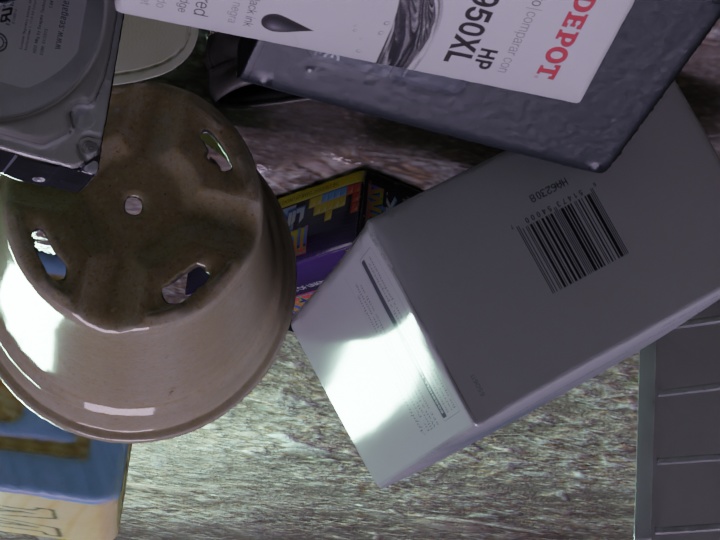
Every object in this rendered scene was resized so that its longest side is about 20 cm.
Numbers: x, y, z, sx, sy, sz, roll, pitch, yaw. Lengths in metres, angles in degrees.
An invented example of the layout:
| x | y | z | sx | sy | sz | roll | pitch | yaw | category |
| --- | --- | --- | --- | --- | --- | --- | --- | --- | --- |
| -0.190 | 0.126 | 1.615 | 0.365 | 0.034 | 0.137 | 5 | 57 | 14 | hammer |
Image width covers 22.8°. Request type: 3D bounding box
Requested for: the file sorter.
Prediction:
| x | y | z | sx | sy | sz | roll | pitch | yaw | category |
| --- | --- | --- | --- | --- | --- | --- | --- | --- | --- |
| 0.271 | 0.096 | 1.205 | 0.124 | 0.202 | 0.138 | -9 | 157 | 35 | file sorter |

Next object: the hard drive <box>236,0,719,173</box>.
| x | y | z | sx | sy | sz | roll | pitch | yaw | category |
| --- | --- | --- | --- | --- | --- | --- | --- | --- | --- |
| 0.057 | -0.118 | 0.832 | 0.198 | 0.033 | 0.140 | 13 | 138 | -18 | hard drive |

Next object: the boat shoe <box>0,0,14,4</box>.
| x | y | z | sx | sy | sz | roll | pitch | yaw | category |
| --- | --- | --- | --- | --- | --- | --- | --- | --- | --- |
| -0.129 | -0.151 | 0.780 | 0.199 | 0.092 | 0.071 | 18 | 159 | -31 | boat shoe |

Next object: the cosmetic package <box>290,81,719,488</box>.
| x | y | z | sx | sy | sz | roll | pitch | yaw | category |
| --- | --- | --- | --- | --- | --- | --- | --- | --- | --- |
| 0.089 | 0.013 | 1.003 | 0.198 | 0.124 | 0.200 | -27 | 173 | -19 | cosmetic package |

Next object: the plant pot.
| x | y | z | sx | sy | sz | roll | pitch | yaw | category |
| --- | --- | --- | --- | --- | --- | --- | --- | --- | --- |
| -0.124 | -0.016 | 0.984 | 0.198 | 0.203 | 0.184 | 9 | 167 | -6 | plant pot |

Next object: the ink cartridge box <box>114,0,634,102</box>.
| x | y | z | sx | sy | sz | roll | pitch | yaw | category |
| --- | --- | --- | --- | --- | --- | --- | --- | --- | --- |
| 0.016 | -0.154 | 0.684 | 0.198 | 0.085 | 0.145 | 10 | 147 | -10 | ink cartridge box |

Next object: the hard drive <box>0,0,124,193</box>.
| x | y | z | sx | sy | sz | roll | pitch | yaw | category |
| --- | --- | --- | --- | --- | --- | --- | --- | --- | --- |
| -0.205 | -0.127 | 0.805 | 0.198 | 0.141 | 0.038 | 15 | 160 | -20 | hard drive |

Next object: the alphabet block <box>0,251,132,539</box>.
| x | y | z | sx | sy | sz | roll | pitch | yaw | category |
| --- | --- | --- | --- | --- | --- | --- | --- | --- | --- |
| -0.276 | 0.102 | 1.439 | 0.194 | 0.197 | 0.200 | 10 | 161 | -5 | alphabet block |

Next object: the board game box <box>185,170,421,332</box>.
| x | y | z | sx | sy | sz | roll | pitch | yaw | category |
| --- | --- | --- | --- | --- | --- | --- | --- | --- | --- |
| 0.000 | 0.000 | 1.245 | 0.164 | 0.057 | 0.199 | 19 | 158 | -35 | board game box |

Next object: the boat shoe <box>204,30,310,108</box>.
| x | y | z | sx | sy | sz | roll | pitch | yaw | category |
| --- | --- | --- | --- | --- | --- | --- | --- | --- | --- |
| 0.016 | -0.106 | 0.917 | 0.198 | 0.058 | 0.067 | 4 | 162 | 10 | boat shoe |

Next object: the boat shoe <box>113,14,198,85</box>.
| x | y | z | sx | sy | sz | roll | pitch | yaw | category |
| --- | --- | --- | --- | --- | --- | --- | --- | --- | --- |
| -0.183 | -0.132 | 0.902 | 0.197 | 0.075 | 0.066 | -4 | -169 | -15 | boat shoe |
